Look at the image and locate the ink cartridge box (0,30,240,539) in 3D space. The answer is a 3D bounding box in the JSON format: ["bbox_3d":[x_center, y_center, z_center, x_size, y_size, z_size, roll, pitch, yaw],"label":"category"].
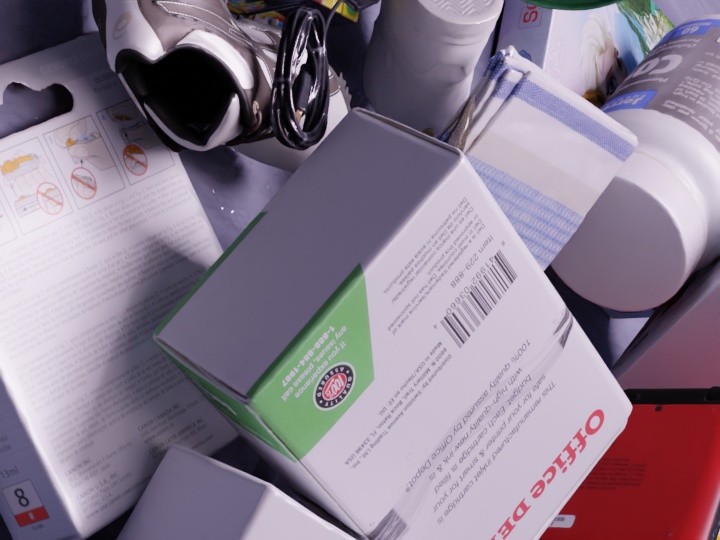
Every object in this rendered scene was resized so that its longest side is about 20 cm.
[{"bbox_3d":[-0.131,0.006,0.891,0.162,0.050,0.201,-30,95,-51],"label":"ink cartridge box"}]

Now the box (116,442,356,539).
[{"bbox_3d":[-0.064,0.195,0.830,0.124,0.097,0.201,36,78,-29],"label":"box"}]

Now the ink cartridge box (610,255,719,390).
[{"bbox_3d":[0.253,0.014,1.216,0.084,0.200,0.176,41,47,2],"label":"ink cartridge box"}]

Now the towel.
[{"bbox_3d":[0.057,-0.018,1.068,0.200,0.024,0.147,-53,143,12],"label":"towel"}]

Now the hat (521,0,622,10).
[{"bbox_3d":[0.097,-0.257,1.086,0.176,0.165,0.201,10,63,-70],"label":"hat"}]

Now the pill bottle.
[{"bbox_3d":[0.192,-0.066,1.209,0.200,0.113,0.114,-47,124,-46],"label":"pill bottle"}]

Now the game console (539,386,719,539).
[{"bbox_3d":[0.140,0.127,1.114,0.119,0.199,0.173,57,45,-35],"label":"game console"}]

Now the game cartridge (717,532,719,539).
[{"bbox_3d":[0.107,0.229,1.085,0.199,0.032,0.177,-20,140,-40],"label":"game cartridge"}]

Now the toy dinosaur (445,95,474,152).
[{"bbox_3d":[0.000,0.000,0.983,0.102,0.077,0.201,29,88,-46],"label":"toy dinosaur"}]

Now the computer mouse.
[{"bbox_3d":[-0.017,-0.130,0.943,0.059,0.034,0.201,63,32,-36],"label":"computer mouse"}]

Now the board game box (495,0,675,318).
[{"bbox_3d":[0.152,-0.097,1.288,0.199,0.041,0.201,34,60,-48],"label":"board game box"}]

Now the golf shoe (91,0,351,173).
[{"bbox_3d":[-0.067,-0.081,0.924,0.200,0.077,0.095,42,39,-48],"label":"golf shoe"}]

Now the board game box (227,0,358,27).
[{"bbox_3d":[-0.061,-0.238,0.985,0.165,0.056,0.201,17,73,-55],"label":"board game box"}]

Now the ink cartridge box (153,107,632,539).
[{"bbox_3d":[0.021,0.050,0.912,0.146,0.084,0.200,-48,132,-13],"label":"ink cartridge box"}]

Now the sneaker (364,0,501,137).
[{"bbox_3d":[0.026,-0.164,1.091,0.116,0.073,0.201,106,-16,-48],"label":"sneaker"}]
